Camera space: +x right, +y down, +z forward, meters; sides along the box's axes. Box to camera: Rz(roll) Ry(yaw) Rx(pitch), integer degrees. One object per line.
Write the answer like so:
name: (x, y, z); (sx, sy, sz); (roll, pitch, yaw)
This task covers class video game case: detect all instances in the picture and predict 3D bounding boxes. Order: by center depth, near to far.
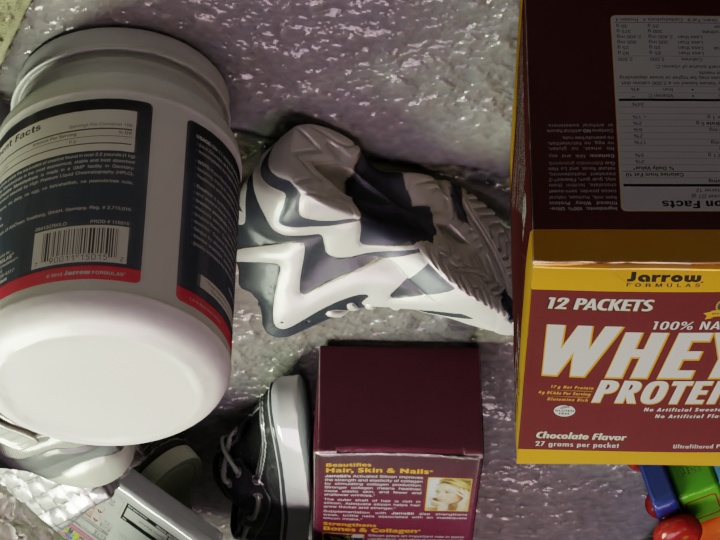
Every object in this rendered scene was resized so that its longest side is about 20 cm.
video game case: (-0.199, 0.166, 1.732); (0.200, 0.022, 0.182); (35, 144, 4)

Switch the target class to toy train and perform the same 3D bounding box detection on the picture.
toy train: (0.265, 0.178, 1.784); (0.116, 0.085, 0.200); (-20, 142, 6)

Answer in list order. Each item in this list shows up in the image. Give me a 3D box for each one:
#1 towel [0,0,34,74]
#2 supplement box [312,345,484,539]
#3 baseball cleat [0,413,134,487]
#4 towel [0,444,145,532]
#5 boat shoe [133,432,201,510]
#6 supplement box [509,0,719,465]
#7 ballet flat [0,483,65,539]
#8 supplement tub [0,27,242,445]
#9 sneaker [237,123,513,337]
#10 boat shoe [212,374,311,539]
towel: (-0.245, -0.141, 1.337); (0.148, 0.037, 0.200); (5, 142, -26)
supplement box: (0.023, 0.138, 1.716); (0.110, 0.086, 0.200); (1, 146, -1)
baseball cleat: (-0.229, 0.079, 1.484); (0.200, 0.070, 0.106); (1, 149, 24)
towel: (-0.257, 0.106, 1.629); (0.200, 0.086, 0.166); (-30, 106, 35)
boat shoe: (-0.158, 0.161, 1.777); (0.072, 0.061, 0.201); (-33, 161, -30)
supplement box: (0.151, -0.028, 1.374); (0.133, 0.200, 0.197); (0, 145, 1)
ballet flat: (-0.237, 0.138, 1.453); (0.072, 0.072, 0.200); (-24, 127, 31)
supplement tub: (-0.137, -0.018, 1.395); (0.140, 0.200, 0.140); (1, 145, 1)
sneaker: (0.000, 0.000, 1.526); (0.199, 0.080, 0.130); (23, 141, -28)
boat shoe: (-0.068, 0.133, 1.731); (0.068, 0.072, 0.200); (0, 152, -2)
